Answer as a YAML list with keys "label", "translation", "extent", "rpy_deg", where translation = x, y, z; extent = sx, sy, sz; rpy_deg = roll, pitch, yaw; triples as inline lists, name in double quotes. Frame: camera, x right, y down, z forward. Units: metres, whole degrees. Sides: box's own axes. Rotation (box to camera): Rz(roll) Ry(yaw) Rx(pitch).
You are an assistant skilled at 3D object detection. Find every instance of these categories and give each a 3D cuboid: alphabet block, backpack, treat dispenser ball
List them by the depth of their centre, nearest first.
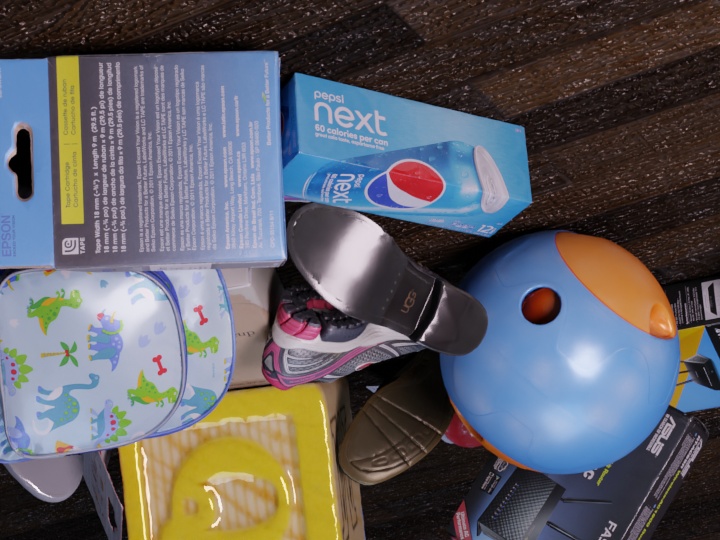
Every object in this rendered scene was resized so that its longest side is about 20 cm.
- label: "backpack"
  translation: [-0.193, 0.047, 1.440]
  extent: [0.198, 0.185, 0.147]
  rpy_deg: [-9, -162, -18]
- label: "treat dispenser ball"
  translation: [0.165, 0.067, 1.612]
  extent: [0.199, 0.203, 0.201]
  rpy_deg: [-3, 154, -2]
- label: "alphabet block"
  translation: [-0.103, 0.200, 1.775]
  extent: [0.193, 0.198, 0.200]
  rpy_deg: [-8, 180, 5]

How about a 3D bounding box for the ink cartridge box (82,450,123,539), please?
- label: "ink cartridge box"
  translation: [-0.227, 0.137, 1.697]
  extent: [0.050, 0.201, 0.161]
  rpy_deg: [-21, 158, -17]

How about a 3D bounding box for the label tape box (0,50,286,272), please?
- label: "label tape box"
  translation: [-0.153, -0.073, 1.335]
  extent: [0.198, 0.146, 0.063]
  rpy_deg: [-2, 178, -6]

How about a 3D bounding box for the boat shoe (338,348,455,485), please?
- label: "boat shoe"
  translation: [0.050, 0.119, 1.744]
  extent: [0.072, 0.201, 0.066]
  rpy_deg: [40, 156, 2]

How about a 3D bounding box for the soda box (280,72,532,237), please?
- label: "soda box"
  translation: [0.027, -0.083, 1.438]
  extent: [0.198, 0.068, 0.064]
  rpy_deg: [10, 151, -27]

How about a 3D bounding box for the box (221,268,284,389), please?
- label: "box"
  translation: [-0.116, 0.025, 1.622]
  extent: [0.094, 0.078, 0.200]
  rpy_deg: [-7, 154, 7]

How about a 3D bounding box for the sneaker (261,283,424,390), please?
- label: "sneaker"
  translation: [-0.010, 0.053, 1.642]
  extent: [0.199, 0.081, 0.075]
  rpy_deg: [-2, 125, -48]

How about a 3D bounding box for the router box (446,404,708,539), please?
- label: "router box"
  translation: [0.190, 0.188, 1.706]
  extent: [0.149, 0.201, 0.062]
  rpy_deg: [27, 172, 31]

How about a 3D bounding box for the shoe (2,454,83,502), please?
- label: "shoe"
  translation: [-0.315, 0.120, 1.686]
  extent: [0.071, 0.201, 0.091]
  rpy_deg: [-33, 176, -32]

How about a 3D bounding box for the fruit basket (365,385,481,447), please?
- label: "fruit basket"
  translation: [0.133, 0.128, 1.890]
  extent: [0.199, 0.095, 0.185]
  rpy_deg: [-1, 158, 31]

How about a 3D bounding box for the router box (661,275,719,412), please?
- label: "router box"
  translation: [0.295, 0.076, 1.817]
  extent: [0.148, 0.051, 0.200]
  rpy_deg: [-12, 152, 20]

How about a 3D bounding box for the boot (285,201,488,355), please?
- label: "boot"
  translation: [0.000, 0.000, 1.539]
  extent: [0.199, 0.070, 0.174]
  rpy_deg: [34, 179, -23]

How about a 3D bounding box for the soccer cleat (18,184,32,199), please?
- label: "soccer cleat"
  translation: [-0.296, 0.018, 1.527]
  extent: [0.085, 0.069, 0.201]
  rpy_deg: [-3, 130, -33]

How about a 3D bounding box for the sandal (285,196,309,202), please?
- label: "sandal"
  translation: [-0.080, -0.060, 1.488]
  extent: [0.201, 0.050, 0.083]
  rpy_deg: [-5, 153, 2]
